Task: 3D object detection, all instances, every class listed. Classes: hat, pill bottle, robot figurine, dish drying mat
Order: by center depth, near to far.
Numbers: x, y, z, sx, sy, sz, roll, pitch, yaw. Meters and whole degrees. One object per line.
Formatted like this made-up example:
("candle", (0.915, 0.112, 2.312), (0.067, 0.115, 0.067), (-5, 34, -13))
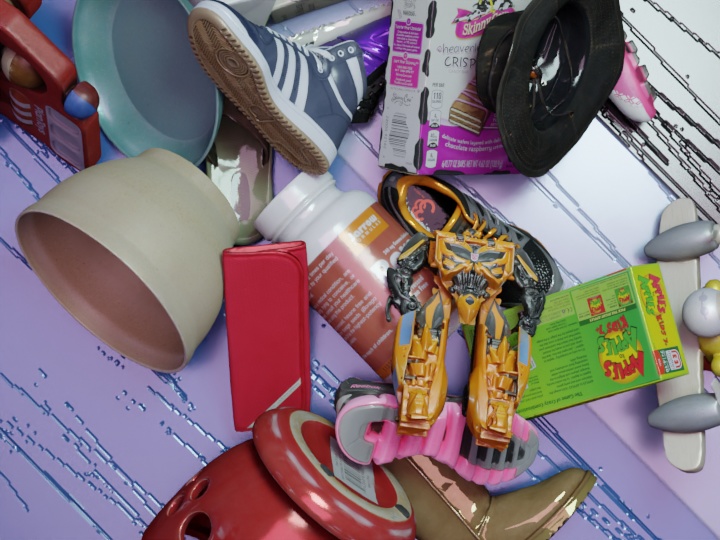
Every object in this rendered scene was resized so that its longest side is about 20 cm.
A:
("robot figurine", (0.091, 0.051, 1.559), (0.144, 0.058, 0.201), (9, 66, -5))
("hat", (0.152, -0.186, 1.580), (0.081, 0.200, 0.202), (20, 89, 34))
("dish drying mat", (-0.083, 0.063, 1.635), (0.076, 0.018, 0.201), (-6, 126, -8))
("pill bottle", (0.000, 0.000, 1.650), (0.112, 0.112, 0.200), (-45, 88, 0))

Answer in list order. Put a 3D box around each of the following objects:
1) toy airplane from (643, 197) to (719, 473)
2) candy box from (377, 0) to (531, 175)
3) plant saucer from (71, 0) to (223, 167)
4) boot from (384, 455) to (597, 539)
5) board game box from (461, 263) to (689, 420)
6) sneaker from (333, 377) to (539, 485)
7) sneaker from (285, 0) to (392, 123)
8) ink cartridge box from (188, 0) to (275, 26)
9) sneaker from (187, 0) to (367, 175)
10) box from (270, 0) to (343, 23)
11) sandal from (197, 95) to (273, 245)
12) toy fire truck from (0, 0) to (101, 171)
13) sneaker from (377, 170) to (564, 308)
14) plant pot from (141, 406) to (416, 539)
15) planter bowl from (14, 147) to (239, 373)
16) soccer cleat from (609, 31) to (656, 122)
("toy airplane", (0.297, 0.053, 1.626), (0.199, 0.141, 0.200), (-41, 70, -10))
("candy box", (0.091, -0.189, 1.627), (0.136, 0.061, 0.201), (-4, 102, -40))
("plant saucer", (-0.188, -0.187, 1.648), (0.036, 0.200, 0.201), (-28, 87, -41))
("boot", (0.094, 0.185, 1.667), (0.175, 0.066, 0.200), (-43, 86, -2))
("board game box", (0.190, 0.070, 1.613), (0.199, 0.047, 0.102), (-21, 80, 42))
("sneaker", (0.065, 0.134, 1.615), (0.199, 0.095, 0.079), (13, 105, -19))
("sneaker", (0.005, -0.191, 1.683), (0.199, 0.070, 0.100), (-17, 95, 4))
("ink cartridge box", (-0.149, -0.312, 1.644), (0.067, 0.117, 0.201), (-19, 78, -19))
("sneaker", (-0.068, -0.188, 1.577), (0.200, 0.070, 0.109), (51, 60, -36))
("box", (0.000, -0.297, 1.675), (0.199, 0.082, 0.069), (-19, 89, 2))
("sandal", (-0.118, -0.125, 1.683), (0.079, 0.057, 0.202), (-11, 87, 1))
("toy fire truck", (-0.304, -0.178, 1.626), (0.167, 0.200, 0.112), (34, 68, 5))
("sneaker", (0.101, -0.028, 1.667), (0.199, 0.077, 0.079), (32, 87, 0))
("plant pot", (-0.067, 0.233, 1.584), (0.200, 0.200, 0.183), (39, 104, 2))
("planter bowl", (-0.194, -0.025, 1.629), (0.200, 0.200, 0.135), (40, 65, 2))
("soccer cleat", (0.204, -0.217, 1.681), (0.086, 0.070, 0.201), (-29, 85, 14))
